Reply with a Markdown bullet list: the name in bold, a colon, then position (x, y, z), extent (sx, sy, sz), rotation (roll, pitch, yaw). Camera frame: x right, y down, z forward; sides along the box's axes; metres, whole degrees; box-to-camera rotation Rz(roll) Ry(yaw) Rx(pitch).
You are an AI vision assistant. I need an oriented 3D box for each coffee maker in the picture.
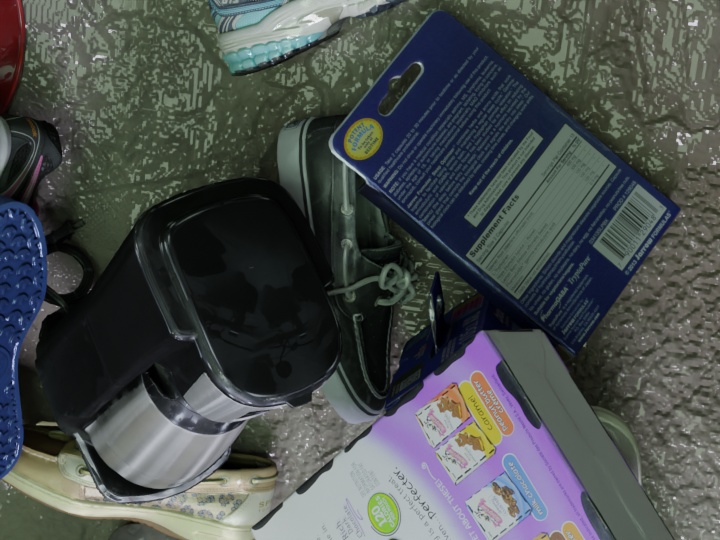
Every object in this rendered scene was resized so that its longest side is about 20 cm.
- **coffee maker**: position (-0.122, 0.028, 1.006), extent (0.192, 0.135, 0.200), rotation (44, 141, -3)

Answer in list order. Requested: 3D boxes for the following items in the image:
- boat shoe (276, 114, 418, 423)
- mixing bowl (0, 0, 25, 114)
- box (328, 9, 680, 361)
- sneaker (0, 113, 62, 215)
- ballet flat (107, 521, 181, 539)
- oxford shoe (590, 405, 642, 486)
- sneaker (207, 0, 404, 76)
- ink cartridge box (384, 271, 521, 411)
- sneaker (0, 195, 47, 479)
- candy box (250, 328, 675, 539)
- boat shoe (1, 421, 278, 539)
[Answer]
- **boat shoe**: position (0.001, -0.001, 1.050), extent (0.067, 0.073, 0.202), rotation (-6, 96, 26)
- **mixing bowl**: position (-0.325, -0.149, 1.045), extent (0.198, 0.108, 0.202), rotation (2, 107, 8)
- **box**: position (0.086, -0.054, 1.013), extent (0.200, 0.032, 0.121), rotation (40, 76, -4)
- **sneaker**: position (-0.256, -0.027, 1.085), extent (0.200, 0.086, 0.081), rotation (-45, 63, 38)
- **ballet flat**: position (-0.086, 0.231, 1.149), extent (0.198, 0.046, 0.068), rotation (21, 96, 6)
- **oxford shoe**: position (0.113, 0.175, 0.947), extent (0.075, 0.058, 0.202), rotation (19, 108, 5)
- **sneaker**: position (-0.010, -0.194, 0.996), extent (0.199, 0.078, 0.087), rotation (-24, 97, 15)
- **ink cartridge box**: position (0.087, 0.099, 1.030), extent (0.076, 0.137, 0.201), rotation (-35, 98, 15)
- **sneaker**: position (-0.253, 0.038, 1.053), extent (0.078, 0.070, 0.202), rotation (29, 117, 36)
- **candy box**: position (0.058, 0.158, 0.908), extent (0.200, 0.071, 0.169), rotation (-42, 67, 26)
- **boat shoe**: position (-0.155, 0.133, 1.119), extent (0.198, 0.073, 0.063), rotation (15, 106, -6)
